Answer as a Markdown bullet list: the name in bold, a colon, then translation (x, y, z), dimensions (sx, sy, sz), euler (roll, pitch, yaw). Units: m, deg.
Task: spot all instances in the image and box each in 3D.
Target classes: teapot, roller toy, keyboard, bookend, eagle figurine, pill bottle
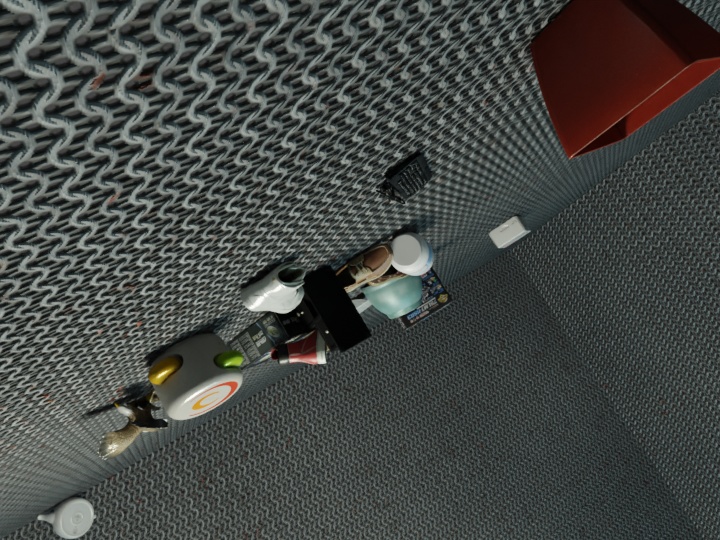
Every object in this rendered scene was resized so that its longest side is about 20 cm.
- **teapot**: translation (-1.378, 1.171, 2.932), dimensions (0.146, 0.200, 0.197), euler (-12, -157, 36)
- **roller toy**: translation (-0.375, 0.235, 1.391), dimensions (0.200, 0.140, 0.183), euler (-23, 157, -30)
- **keyboard**: translation (0.091, -0.158, 1.160), dimensions (0.104, 0.040, 0.200), euler (-34, 169, 9)
- **bookend**: translation (-0.089, 0.121, 1.528), dimensions (0.092, 0.199, 0.200), euler (-27, 171, -27)
- **eagle figurine**: translation (-0.562, 0.384, 1.549), dimensions (0.151, 0.200, 0.152), euler (12, 114, -17)
- **pill bottle**: translation (0.134, -0.044, 1.657), dimensions (0.109, 0.109, 0.200), euler (-33, 170, 8)

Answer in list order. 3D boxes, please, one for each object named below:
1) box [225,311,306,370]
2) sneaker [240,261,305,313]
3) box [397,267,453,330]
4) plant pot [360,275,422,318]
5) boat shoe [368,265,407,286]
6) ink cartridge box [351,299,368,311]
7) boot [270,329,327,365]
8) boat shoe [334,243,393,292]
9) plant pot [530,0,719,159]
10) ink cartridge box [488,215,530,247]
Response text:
- **box**: translation (-0.237, 0.177, 1.688), dimensions (0.200, 0.086, 0.164), euler (-36, 169, 26)
- **sneaker**: translation (-0.147, 0.034, 1.284), dimensions (0.115, 0.074, 0.200), euler (-32, 170, 22)
- **box**: translation (0.190, 0.076, 2.165), dimensions (0.200, 0.199, 0.050), euler (-31, 172, -11)
- **plant pot**: translation (0.118, 0.073, 1.993), dimensions (0.200, 0.134, 0.200), euler (-26, -177, 1)
- **boat shoe**: translation (0.108, -0.014, 1.856), dimensions (0.200, 0.072, 0.072), euler (-22, 166, -26)
- **ink cartridge box**: translation (0.004, 0.115, 2.278), dimensions (0.200, 0.047, 0.160), euler (-38, 170, 3)
- **boot**: translation (-0.160, 0.198, 1.623), dimensions (0.144, 0.073, 0.200), euler (-5, -171, 1)
- **boat shoe**: translation (0.000, 0.000, 1.576), dimensions (0.200, 0.076, 0.072), euler (-38, 166, 26)
- **plant pot**: translation (0.364, -0.301, 0.873), dimensions (0.200, 0.176, 0.200), euler (-23, 168, -42)
- **ink cartridge box**: translation (0.670, -0.171, 2.763), dimensions (0.146, 0.083, 0.200), euler (-35, 170, 20)
